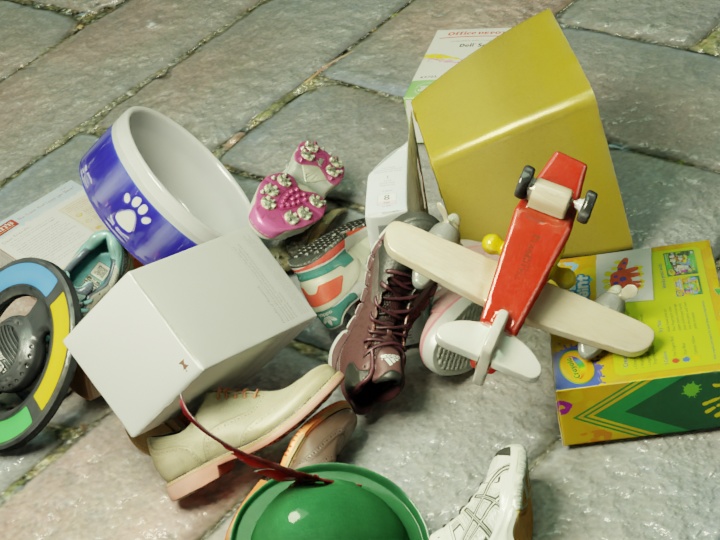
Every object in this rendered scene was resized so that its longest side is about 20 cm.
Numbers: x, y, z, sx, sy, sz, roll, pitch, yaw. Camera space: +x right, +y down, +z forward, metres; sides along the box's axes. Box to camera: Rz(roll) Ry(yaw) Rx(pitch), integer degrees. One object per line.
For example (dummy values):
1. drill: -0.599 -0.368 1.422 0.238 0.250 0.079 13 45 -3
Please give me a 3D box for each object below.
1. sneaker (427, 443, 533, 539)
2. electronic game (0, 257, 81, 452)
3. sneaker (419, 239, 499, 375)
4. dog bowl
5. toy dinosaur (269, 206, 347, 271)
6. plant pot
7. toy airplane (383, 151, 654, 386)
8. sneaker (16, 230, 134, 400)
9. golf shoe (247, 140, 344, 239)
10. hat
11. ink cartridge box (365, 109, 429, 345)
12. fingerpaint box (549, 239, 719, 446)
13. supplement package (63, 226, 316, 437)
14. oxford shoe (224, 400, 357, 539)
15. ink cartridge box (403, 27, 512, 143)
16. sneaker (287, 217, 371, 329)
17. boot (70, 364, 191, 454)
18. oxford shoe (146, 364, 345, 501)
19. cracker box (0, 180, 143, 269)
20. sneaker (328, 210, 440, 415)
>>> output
1. sneaker: 0.098 0.221 1.464 0.087 0.076 0.200 -2 36 15
2. electronic game: -0.351 0.084 1.746 0.199 0.042 0.201 -16 65 38
3. sneaker: 0.093 0.032 1.728 0.104 0.076 0.200 15 39 32
4. dog bowl: -0.205 -0.077 1.866 0.079 0.200 0.200 -42 31 17
5. toy dinosaur: -0.056 -0.021 1.880 0.088 0.048 0.200 13 39 42
6. plant pot: 0.161 -0.125 1.827 0.176 0.201 0.200 -18 35 3
7. toy airplane: 0.144 0.015 1.570 0.198 0.141 0.201 -22 80 -1
8. sneaker: -0.305 0.042 1.788 0.077 0.086 0.201 22 69 6
9. golf shoe: -0.080 -0.069 1.902 0.075 0.092 0.200 40 31 0
10. hat: -0.032 0.194 1.408 0.199 0.176 0.166 -11 57 -13
11. ink cartridge box: 0.041 -0.045 1.777 0.057 0.163 0.200 -8 34 4
12. fingerpaint box: 0.261 0.066 1.625 0.166 0.074 0.200 -8 35 7
13. supplement package: -0.158 0.054 1.638 0.117 0.117 0.200 -42 -9 31
14. oxford shoe: -0.045 0.198 1.569 0.073 0.071 0.200 27 48 12
15. ink cartridge box: 0.135 -0.236 2.091 0.117 0.068 0.200 1 38 20
16. sneaker: 0.000 0.000 1.810 0.070 0.094 0.200 -15 9 33
17. boot: -0.184 0.101 1.732 0.154 0.074 0.200 -27 46 -35
18. oxford shoe: -0.108 0.134 1.598 0.200 0.074 0.071 -32 -4 4
19. cracker box: -0.319 -0.020 1.953 0.134 0.058 0.200 -34 41 -27
20. sneaker: 0.035 0.051 1.630 0.075 0.201 0.116 15 24 -16
